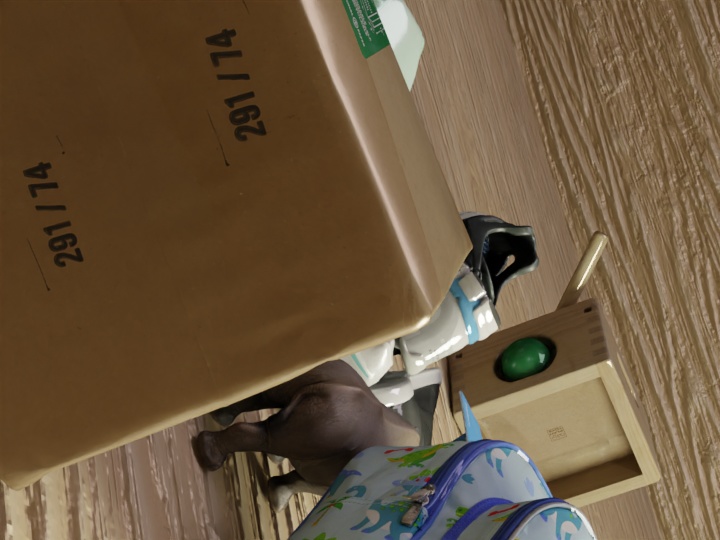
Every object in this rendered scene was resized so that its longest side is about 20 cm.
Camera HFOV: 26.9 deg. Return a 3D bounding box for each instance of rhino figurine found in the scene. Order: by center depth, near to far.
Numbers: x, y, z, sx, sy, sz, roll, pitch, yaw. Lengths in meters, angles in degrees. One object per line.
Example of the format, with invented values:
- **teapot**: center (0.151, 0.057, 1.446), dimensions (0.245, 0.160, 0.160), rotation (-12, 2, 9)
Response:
- **rhino figurine**: center (-0.013, 0.099, 0.837), dimensions (0.200, 0.087, 0.060), rotation (45, 28, -61)

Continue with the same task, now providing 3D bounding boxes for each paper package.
- **paper package**: center (-0.080, -0.051, 0.554), dimensions (0.104, 0.189, 0.202), rotation (-60, 128, -73)

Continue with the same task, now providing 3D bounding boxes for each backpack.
- **backpack**: center (0.048, 0.183, 0.722), dimensions (0.200, 0.146, 0.184), rotation (-51, 123, -52)

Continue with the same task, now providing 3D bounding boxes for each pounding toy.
- **pounding toy**: center (0.188, 0.105, 1.443), dimensions (0.143, 0.182, 0.201), rotation (-90, 156, -57)

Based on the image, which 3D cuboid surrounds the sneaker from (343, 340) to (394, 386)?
- **sneaker**: center (-0.037, -0.016, 0.925), dimensions (0.202, 0.080, 0.070), rotation (69, 14, 4)

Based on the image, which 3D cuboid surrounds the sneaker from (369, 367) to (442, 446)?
- **sneaker**: center (0.022, 0.119, 1.018), dimensions (0.200, 0.070, 0.100), rotation (-12, 95, -82)

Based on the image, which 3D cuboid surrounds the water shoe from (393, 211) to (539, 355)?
- **water shoe**: center (0.056, 0.009, 1.101), dimensions (0.200, 0.078, 0.072), rotation (-38, 120, -40)

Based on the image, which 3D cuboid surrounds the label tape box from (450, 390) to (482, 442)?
- **label tape box**: center (0.076, 0.207, 1.058), dimensions (0.144, 0.065, 0.201), rotation (-94, 165, -47)

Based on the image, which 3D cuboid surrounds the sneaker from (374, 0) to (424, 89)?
- **sneaker**: center (-0.047, -0.153, 0.897), dimensions (0.200, 0.073, 0.119), rotation (35, 65, -29)

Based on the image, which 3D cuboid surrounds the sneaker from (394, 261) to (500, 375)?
- **sneaker**: center (0.000, 0.000, 1.020), dimensions (0.200, 0.086, 0.075), rotation (39, -21, 42)
